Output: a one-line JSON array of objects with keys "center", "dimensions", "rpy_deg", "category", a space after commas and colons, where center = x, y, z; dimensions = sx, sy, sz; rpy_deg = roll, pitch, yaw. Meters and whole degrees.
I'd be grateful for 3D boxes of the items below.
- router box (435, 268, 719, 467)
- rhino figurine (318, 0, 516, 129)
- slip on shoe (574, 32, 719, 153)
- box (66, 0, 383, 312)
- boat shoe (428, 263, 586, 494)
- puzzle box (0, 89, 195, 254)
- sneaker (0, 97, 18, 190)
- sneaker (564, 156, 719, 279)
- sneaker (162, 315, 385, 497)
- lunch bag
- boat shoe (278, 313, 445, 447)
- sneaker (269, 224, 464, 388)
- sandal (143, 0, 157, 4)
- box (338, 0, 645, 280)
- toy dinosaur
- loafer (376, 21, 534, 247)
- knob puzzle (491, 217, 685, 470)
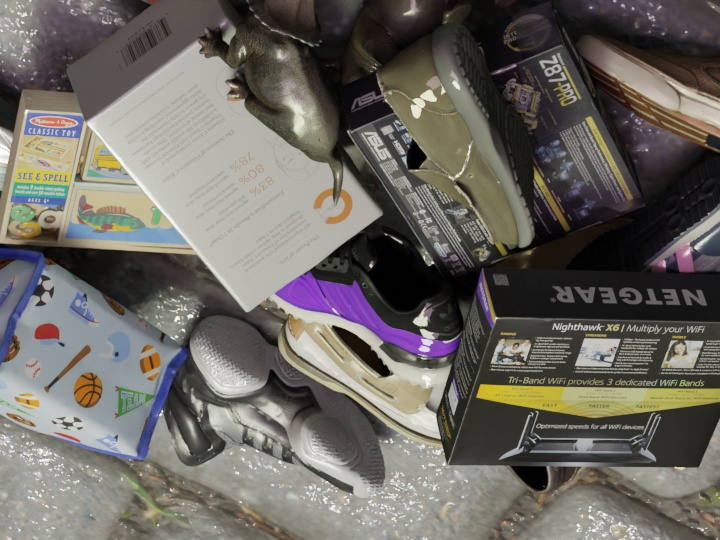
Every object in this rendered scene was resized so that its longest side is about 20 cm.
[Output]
[{"center": [0.168, 0.072, 1.711], "dimensions": [0.200, 0.052, 0.157], "rpy_deg": [2, 134, -14], "category": "router box"}, {"center": [0.029, -0.165, 1.665], "dimensions": [0.060, 0.088, 0.200], "rpy_deg": [1, 144, -40], "category": "rhino figurine"}, {"center": [0.244, -0.123, 1.661], "dimensions": [0.200, 0.061, 0.076], "rpy_deg": [28, 174, 6], "category": "slip on shoe"}, {"center": [-0.096, -0.092, 1.688], "dimensions": [0.124, 0.098, 0.200], "rpy_deg": [-36, 122, 5], "category": "box"}, {"center": [0.107, 0.082, 1.800], "dimensions": [0.074, 0.073, 0.200], "rpy_deg": [-31, 99, 37], "category": "boat shoe"}, {"center": [-0.163, -0.070, 1.771], "dimensions": [0.200, 0.025, 0.133], "rpy_deg": [3, 132, -17], "category": "puzzle box"}, {"center": [-0.295, -0.105, 1.791], "dimensions": [0.200, 0.070, 0.080], "rpy_deg": [32, 127, -13], "category": "sneaker"}, {"center": [0.224, -0.002, 1.731], "dimensions": [0.082, 0.070, 0.200], "rpy_deg": [30, 135, -27], "category": "sneaker"}, {"center": [-0.079, 0.129, 1.927], "dimensions": [0.200, 0.076, 0.114], "rpy_deg": [40, 127, -11], "category": "sneaker"}, {"center": [-0.263, 0.056, 1.854], "dimensions": [0.200, 0.124, 0.170], "rpy_deg": [3, 153, 49], "category": "lunch bag"}, {"center": [0.034, 0.077, 1.849], "dimensions": [0.200, 0.075, 0.068], "rpy_deg": [22, 149, -4], "category": "boat shoe"}, {"center": [0.001, 0.000, 1.766], "dimensions": [0.200, 0.070, 0.100], "rpy_deg": [29, 141, 31], "category": "sneaker"}, {"center": [-0.175, -0.257, 1.648], "dimensions": [0.079, 0.059, 0.207], "rpy_deg": [-13, 124, 22], "category": "sandal"}, {"center": [0.095, -0.086, 1.668], "dimensions": [0.161, 0.049, 0.200], "rpy_deg": [-20, 142, 13], "category": "box"}, {"center": [-0.050, -0.122, 1.568], "dimensions": [0.077, 0.102, 0.200], "rpy_deg": [-18, 114, -20], "category": "toy dinosaur"}, {"center": [0.066, -0.086, 1.575], "dimensions": [0.070, 0.075, 0.200], "rpy_deg": [-12, 137, 17], "category": "loafer"}, {"center": [0.182, 0.043, 1.819], "dimensions": [0.219, 0.030, 0.220], "rpy_deg": [8, 117, 16], "category": "knob puzzle"}]
